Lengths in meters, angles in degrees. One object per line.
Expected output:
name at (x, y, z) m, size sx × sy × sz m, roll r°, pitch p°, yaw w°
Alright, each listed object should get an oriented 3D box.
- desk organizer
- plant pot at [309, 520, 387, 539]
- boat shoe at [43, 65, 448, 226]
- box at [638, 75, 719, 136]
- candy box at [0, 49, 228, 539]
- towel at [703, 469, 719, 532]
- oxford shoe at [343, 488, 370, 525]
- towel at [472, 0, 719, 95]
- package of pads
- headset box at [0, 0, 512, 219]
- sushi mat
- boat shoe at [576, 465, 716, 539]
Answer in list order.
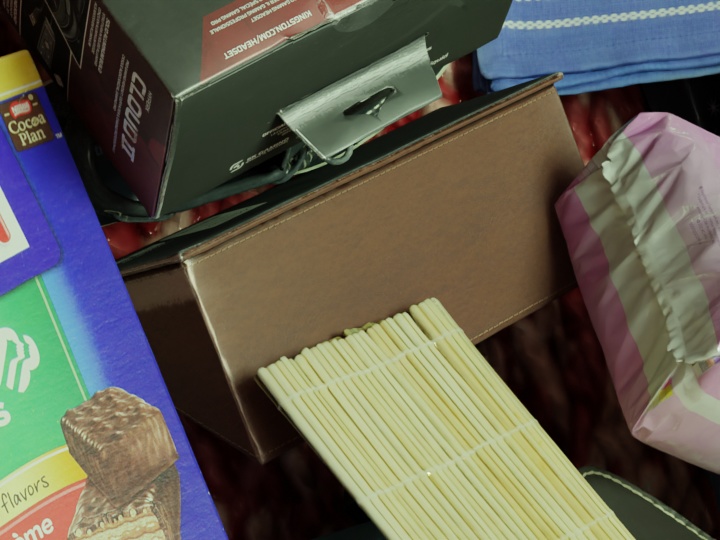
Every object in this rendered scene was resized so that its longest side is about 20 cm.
desk organizer at (0.000, 0.000, 0.910) m, size 0.199 × 0.071 × 0.078 m, roll -27°, pitch 99°, yaw -39°
plant pot at (-0.020, 0.182, 0.812) m, size 0.142 × 0.141 × 0.200 m, roll 52°, pitch 44°, yaw -17°
boat shoe at (-0.035, -0.064, 0.883) m, size 0.199 × 0.062 × 0.075 m, roll -24°, pitch 105°, yaw -32°
box at (0.154, -0.135, 1.091) m, size 0.121 × 0.032 × 0.202 m, roll -23°, pitch 95°, yaw -40°
candy box at (-0.146, 0.052, 0.776) m, size 0.168 × 0.077 × 0.201 m, roll -26°, pitch 94°, yaw -39°
towel at (0.192, 0.103, 0.996) m, size 0.111 × 0.049 × 0.201 m, roll 15°, pitch 43°, yaw -23°
oxford shoe at (0.068, 0.130, 0.937) m, size 0.200 × 0.073 × 0.085 m, roll 41°, pitch 59°, yaw -9°
towel at (0.110, -0.170, 1.004) m, size 0.024 × 0.143 × 0.202 m, roll 40°, pitch 46°, yaw -71°
package of pads at (0.170, 0.030, 0.929) m, size 0.199 × 0.076 × 0.121 m, roll 24°, pitch 38°, yaw -35°
headset box at (-0.048, -0.125, 0.824) m, size 0.148 × 0.077 × 0.200 m, roll -30°, pitch 71°, yaw -24°
sushi mat at (0.055, 0.093, 0.818) m, size 0.095 × 0.012 × 0.200 m, roll -23°, pitch 66°, yaw -45°
boat shoe at (0.148, 0.130, 0.873) m, size 0.200 × 0.065 × 0.073 m, roll 38°, pitch 39°, yaw 7°
